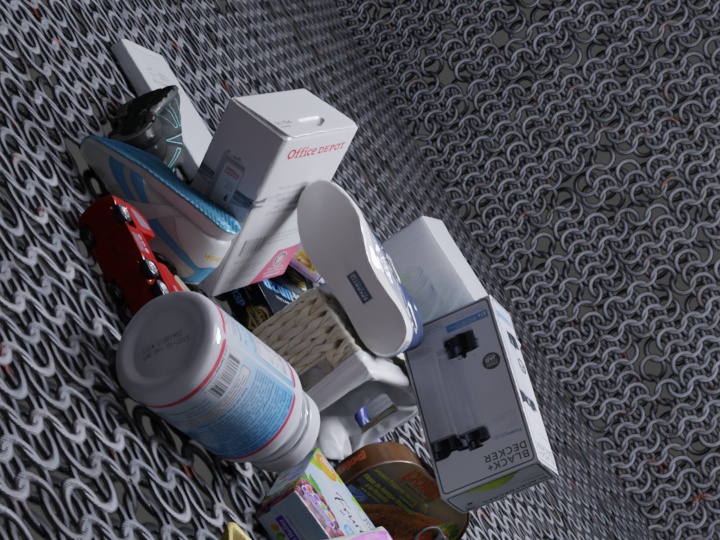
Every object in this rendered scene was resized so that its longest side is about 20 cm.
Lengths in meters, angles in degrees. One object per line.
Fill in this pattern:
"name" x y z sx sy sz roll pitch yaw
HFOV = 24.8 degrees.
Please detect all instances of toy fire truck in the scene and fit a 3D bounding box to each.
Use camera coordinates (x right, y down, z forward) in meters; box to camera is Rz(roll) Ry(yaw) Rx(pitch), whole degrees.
"toy fire truck" -0.186 0.029 1.580 0.200 0.049 0.141 60 12 23

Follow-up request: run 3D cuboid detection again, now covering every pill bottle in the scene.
"pill bottle" -0.122 0.107 1.479 0.200 0.109 0.109 44 17 -47

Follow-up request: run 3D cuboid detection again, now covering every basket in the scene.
"basket" -0.031 0.112 1.768 0.124 0.135 0.200 58 12 22

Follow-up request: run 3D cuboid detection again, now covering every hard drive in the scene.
"hard drive" -0.231 -0.193 2.052 0.200 0.026 0.132 59 12 11

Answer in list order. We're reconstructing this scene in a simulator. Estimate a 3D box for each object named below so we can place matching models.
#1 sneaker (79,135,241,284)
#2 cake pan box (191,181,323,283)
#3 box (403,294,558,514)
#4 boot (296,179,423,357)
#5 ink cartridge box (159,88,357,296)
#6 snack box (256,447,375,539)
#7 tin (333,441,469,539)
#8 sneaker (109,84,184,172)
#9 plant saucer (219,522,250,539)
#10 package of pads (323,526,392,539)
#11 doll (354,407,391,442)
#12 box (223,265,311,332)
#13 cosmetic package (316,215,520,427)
"sneaker" -0.218 -0.067 1.661 0.200 0.081 0.076 38 15 21
"cake pan box" -0.106 -0.056 1.931 0.184 0.052 0.200 38 2 2
"box" 0.123 0.141 1.727 0.060 0.116 0.201 42 30 -56
"boot" 0.000 0.000 1.724 0.201 0.073 0.090 66 13 7
"ink cartridge box" -0.106 -0.085 1.725 0.083 0.200 0.146 37 26 20
"snack box" -0.013 0.282 1.577 0.200 0.053 0.142 55 10 -5
"tin" 0.039 0.247 1.730 0.200 0.112 0.042 45 16 -45
"sneaker" -0.237 -0.149 1.850 0.200 0.075 0.079 -80 149 -64
"plant saucer" -0.059 0.327 1.287 0.200 0.048 0.200 50 13 -25
"package of pads" 0.011 0.298 1.359 0.155 0.068 0.200 58 13 13
"doll" 0.030 0.227 1.904 0.201 0.048 0.136 62 4 1
"box" -0.098 0.040 1.902 0.159 0.046 0.200 60 12 27
"cosmetic package" 0.063 0.068 2.094 0.200 0.199 0.123 58 12 11
